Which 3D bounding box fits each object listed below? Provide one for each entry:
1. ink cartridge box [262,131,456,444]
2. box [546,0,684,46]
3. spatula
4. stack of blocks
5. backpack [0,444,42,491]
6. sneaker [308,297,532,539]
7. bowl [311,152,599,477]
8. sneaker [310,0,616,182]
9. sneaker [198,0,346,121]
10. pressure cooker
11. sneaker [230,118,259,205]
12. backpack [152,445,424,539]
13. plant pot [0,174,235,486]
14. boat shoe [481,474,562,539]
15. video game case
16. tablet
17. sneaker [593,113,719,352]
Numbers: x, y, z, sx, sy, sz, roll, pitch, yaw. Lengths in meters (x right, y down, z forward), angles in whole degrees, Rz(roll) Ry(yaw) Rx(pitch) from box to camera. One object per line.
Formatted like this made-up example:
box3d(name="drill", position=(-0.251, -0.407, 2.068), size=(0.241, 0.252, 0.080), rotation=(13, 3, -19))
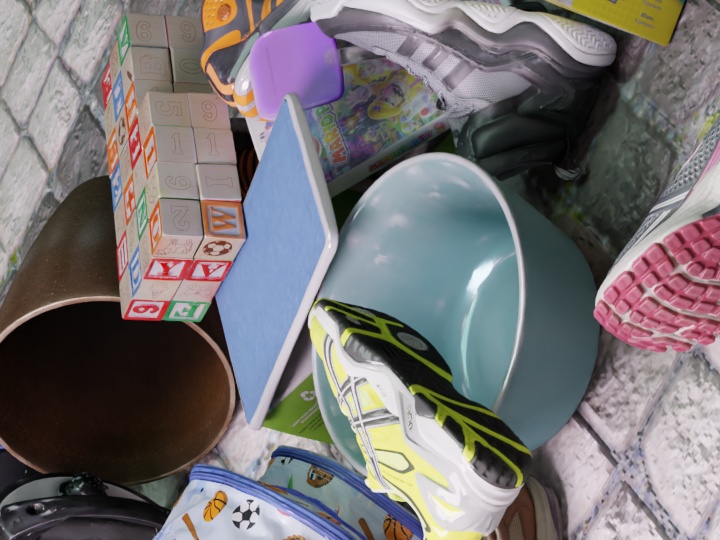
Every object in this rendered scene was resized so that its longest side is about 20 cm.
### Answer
box3d(name="ink cartridge box", position=(0.000, 0.000, 1.698), size=(0.200, 0.075, 0.148), rotation=(-45, 43, 40))
box3d(name="box", position=(0.088, -0.196, 1.531), size=(0.117, 0.199, 0.049), rotation=(31, 103, 56))
box3d(name="spatula", position=(0.024, -0.146, 1.649), size=(0.021, 0.199, 0.057), rotation=(-7, -96, -87))
box3d(name="stack of blocks", position=(-0.133, -0.080, 1.763), size=(0.115, 0.058, 0.201), rotation=(121, 146, -54))
box3d(name="backpack", position=(-0.298, 0.205, 1.969), size=(0.201, 0.182, 0.147), rotation=(-62, 35, 10))
box3d(name="sneaker", position=(0.017, 0.085, 1.450), size=(0.077, 0.075, 0.200), rotation=(-62, 39, 19))
box3d(name="bowl", position=(0.070, 0.036, 1.541), size=(0.200, 0.105, 0.202), rotation=(-17, 68, 50))
box3d(name="sneaker", position=(0.056, -0.114, 1.594), size=(0.199, 0.075, 0.115), rotation=(12, 96, 15))
box3d(name="sneaker", position=(-0.038, -0.202, 1.719), size=(0.200, 0.078, 0.112), rotation=(-44, 47, -2))
box3d(name="pressure cooker", position=(-0.207, 0.240, 1.796), size=(0.178, 0.176, 0.201), rotation=(32, 120, 16))
box3d(name="sneaker", position=(-0.063, -0.052, 1.818), size=(0.200, 0.077, 0.113), rotation=(4, 90, 59))
box3d(name="backpack", position=(-0.035, 0.194, 1.566), size=(0.200, 0.190, 0.155), rotation=(-4, 58, 56))
box3d(name="plant pot", position=(-0.185, 0.025, 1.899), size=(0.187, 0.186, 0.201), rotation=(-50, 26, 33))
box3d(name="boat shoe", position=(0.076, 0.213, 1.496), size=(0.076, 0.071, 0.201), rotation=(-35, 50, 45))
box3d(name="video game case", position=(0.015, -0.132, 1.701), size=(0.199, 0.018, 0.144), rotation=(-30, 47, 12))
box3d(name="tablet", position=(-0.056, -0.004, 1.652), size=(0.200, 0.014, 0.131), rotation=(114, 148, -46))
box3d(name="sneaker", position=(0.206, -0.035, 1.410), size=(0.200, 0.080, 0.075), rotation=(-49, 25, 23))
